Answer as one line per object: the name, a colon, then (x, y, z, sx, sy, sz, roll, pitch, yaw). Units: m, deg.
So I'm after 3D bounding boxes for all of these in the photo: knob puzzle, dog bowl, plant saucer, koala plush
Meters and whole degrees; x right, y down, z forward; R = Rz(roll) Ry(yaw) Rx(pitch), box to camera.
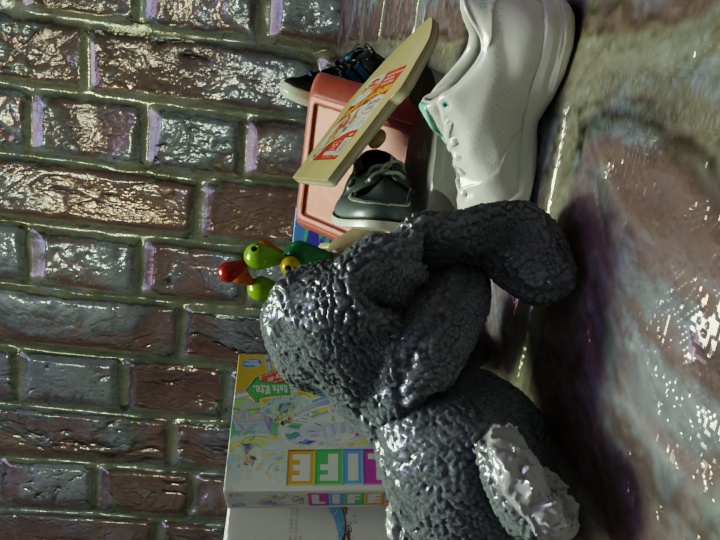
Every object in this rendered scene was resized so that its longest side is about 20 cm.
knob puzzle: (0.019, -0.159, 0.712, 0.220, 0.030, 0.220, -47, 17, 19)
dog bowl: (0.075, -0.087, 0.698, 0.200, 0.058, 0.201, -175, 90, -82)
plant saucer: (0.000, -0.112, 0.860, 0.037, 0.199, 0.201, -21, -53, -49)
koala plush: (0.046, 0.085, 0.445, 0.177, 0.183, 0.201, -49, 55, 51)

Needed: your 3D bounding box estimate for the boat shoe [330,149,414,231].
boat shoe: (0.013, -0.075, 0.667, 0.200, 0.072, 0.062, -90, 6, -77)

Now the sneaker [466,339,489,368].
sneaker: (0.027, 0.037, 0.637, 0.200, 0.074, 0.089, 13, 112, 51)

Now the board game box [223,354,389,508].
board game box: (-0.013, 0.138, 0.645, 0.034, 0.199, 0.135, 91, 178, -49)

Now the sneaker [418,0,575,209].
sneaker: (0.083, -0.098, 0.530, 0.075, 0.088, 0.201, -102, 19, -62)

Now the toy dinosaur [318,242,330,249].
toy dinosaur: (0.000, 0.000, 0.846, 0.101, 0.058, 0.201, 24, 116, 34)

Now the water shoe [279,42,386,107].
water shoe: (-0.012, -0.256, 0.947, 0.071, 0.199, 0.079, 43, 134, 49)

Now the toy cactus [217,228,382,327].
toy cactus: (-0.039, 0.012, 0.755, 0.200, 0.165, 0.102, 48, -177, -40)

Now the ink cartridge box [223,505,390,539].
ink cartridge box: (-0.029, 0.264, 0.684, 0.147, 0.199, 0.147, 109, 165, -59)

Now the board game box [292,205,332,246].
board game box: (-0.024, 0.019, 0.999, 0.045, 0.151, 0.201, -114, 29, -81)
